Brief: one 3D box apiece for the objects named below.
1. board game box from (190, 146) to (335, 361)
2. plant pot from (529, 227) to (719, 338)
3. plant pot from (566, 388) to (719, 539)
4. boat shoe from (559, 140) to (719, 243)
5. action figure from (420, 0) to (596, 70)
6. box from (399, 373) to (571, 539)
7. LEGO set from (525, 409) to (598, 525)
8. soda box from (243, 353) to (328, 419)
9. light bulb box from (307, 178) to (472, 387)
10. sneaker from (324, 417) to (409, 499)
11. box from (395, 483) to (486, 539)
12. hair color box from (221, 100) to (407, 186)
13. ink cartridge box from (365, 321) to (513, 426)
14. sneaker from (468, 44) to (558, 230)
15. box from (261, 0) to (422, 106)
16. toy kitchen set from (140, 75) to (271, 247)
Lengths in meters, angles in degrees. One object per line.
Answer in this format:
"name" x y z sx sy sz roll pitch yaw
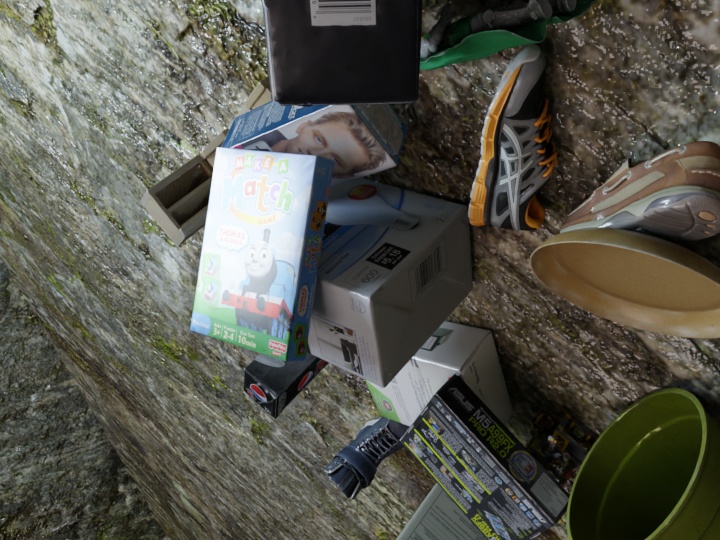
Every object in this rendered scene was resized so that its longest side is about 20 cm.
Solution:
"board game box" -0.107 -0.022 0.747 0.148 0.036 0.206 10 92 36
"plant pot" 0.255 0.010 0.655 0.195 0.028 0.200 22 166 5
"plant pot" 0.353 0.265 0.735 0.191 0.202 0.201 36 146 -4
"boat shoe" 0.250 -0.060 0.628 0.074 0.074 0.199 19 168 -16
"action figure" 0.102 -0.213 0.630 0.198 0.116 0.056 2 112 58
"box" 0.149 0.248 0.887 0.200 0.044 0.162 46 148 16
"LEGO set" 0.271 0.288 0.889 0.200 0.116 0.155 43 146 9
"soda box" -0.086 0.120 1.060 0.070 0.200 0.064 35 144 16
"light bulb box" 0.000 0.000 0.836 0.196 0.198 0.127 19 133 34
"sneaker" 0.021 0.302 1.166 0.077 0.146 0.202 47 145 3
"box" 0.141 0.399 1.071 0.127 0.200 0.110 38 144 14
"hair color box" -0.056 -0.146 0.793 0.196 0.062 0.100 -13 137 38
"ink cartridge box" 0.099 0.148 0.981 0.197 0.084 0.148 10 131 44
"sneaker" 0.156 -0.120 0.679 0.075 0.079 0.203 19 141 16
"box" -0.009 -0.268 0.563 0.120 0.199 0.204 0 127 4
"toy kitchen set" -0.148 -0.111 0.929 0.164 0.180 0.199 50 145 -6
